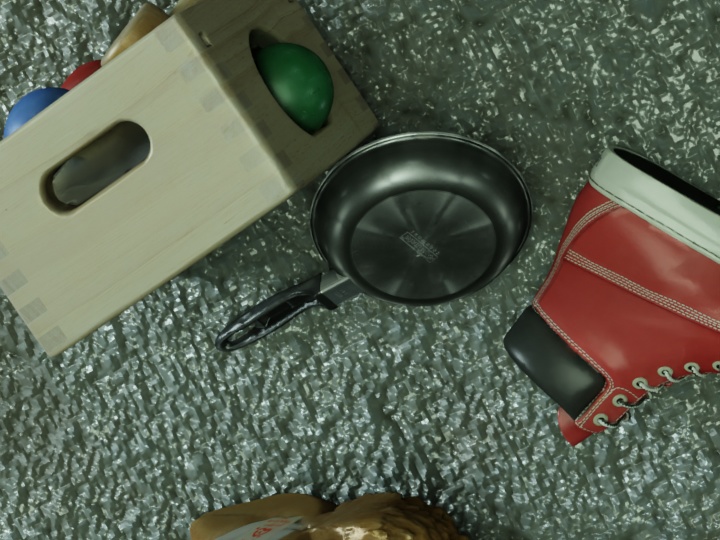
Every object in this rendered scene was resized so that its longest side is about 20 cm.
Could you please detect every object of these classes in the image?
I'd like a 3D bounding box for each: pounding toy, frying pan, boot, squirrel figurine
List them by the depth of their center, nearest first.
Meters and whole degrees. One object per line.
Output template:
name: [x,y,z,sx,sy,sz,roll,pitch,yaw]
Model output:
pounding toy: [-0.088,-0.088,1.268,0.200,0.184,0.142,-34,94,21]
boot: [0.178,0.047,1.284,0.199,0.072,0.145,30,103,13]
frying pan: [-0.004,-0.012,1.301,0.189,0.031,0.115,-16,132,10]
squirrel figurine: [-0.004,0.215,1.313,0.199,0.142,0.187,-17,101,15]
